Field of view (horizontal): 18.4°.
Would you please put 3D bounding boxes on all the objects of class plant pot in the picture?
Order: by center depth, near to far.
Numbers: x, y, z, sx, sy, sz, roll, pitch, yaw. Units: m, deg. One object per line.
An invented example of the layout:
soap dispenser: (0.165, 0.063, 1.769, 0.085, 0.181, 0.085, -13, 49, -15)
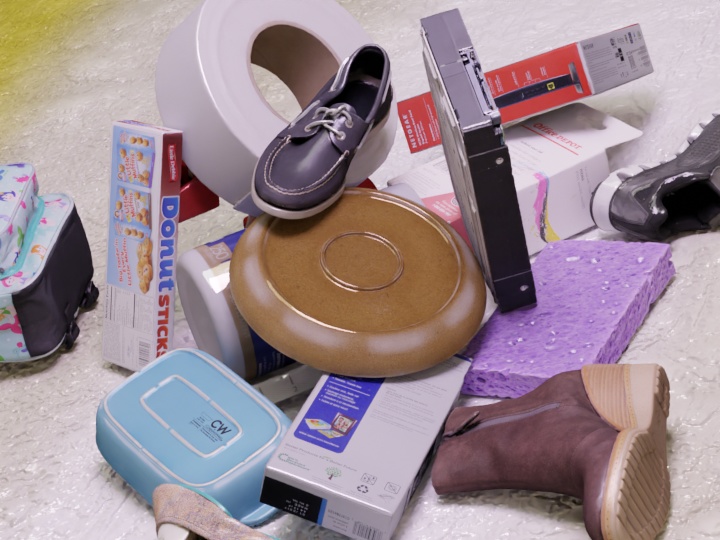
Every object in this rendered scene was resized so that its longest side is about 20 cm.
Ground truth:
plant pot: (0.000, 0.000, 1.696, 0.199, 0.028, 0.201, 5, 44, -5)

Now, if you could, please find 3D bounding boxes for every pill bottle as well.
pill bottle: (-0.039, 0.007, 1.794, 0.199, 0.116, 0.116, -22, 28, -16)

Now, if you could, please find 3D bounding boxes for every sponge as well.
sponge: (0.161, 0.038, 1.741, 0.111, 0.030, 0.200, 3, 32, 30)

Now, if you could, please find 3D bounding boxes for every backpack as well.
backpack: (-0.348, 0.002, 1.918, 0.199, 0.151, 0.178, -11, 28, 14)

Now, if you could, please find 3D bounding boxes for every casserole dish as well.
casserole dish: (-0.122, 0.121, 1.662, 0.121, 0.039, 0.200, -34, 43, -20)

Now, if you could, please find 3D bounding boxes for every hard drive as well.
hard drive: (0.090, -0.083, 1.718, 0.038, 0.200, 0.140, -16, 46, -2)

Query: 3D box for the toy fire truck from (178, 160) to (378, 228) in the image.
toy fire truck: (-0.073, -0.054, 1.895, 0.199, 0.142, 0.049, -28, 31, -25)

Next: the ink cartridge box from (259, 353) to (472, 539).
ink cartridge box: (0.007, 0.115, 1.619, 0.099, 0.039, 0.200, 20, 37, 11)

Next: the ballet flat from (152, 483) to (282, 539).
ballet flat: (-0.096, 0.199, 1.515, 0.067, 0.068, 0.200, -39, 35, -28)

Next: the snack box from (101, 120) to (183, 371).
snack box: (-0.179, -0.019, 1.817, 0.024, 0.201, 0.072, -5, 14, -41)

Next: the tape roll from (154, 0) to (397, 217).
tape roll: (-0.068, -0.144, 1.844, 0.071, 0.203, 0.202, -35, 6, 45)

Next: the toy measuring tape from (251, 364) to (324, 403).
toy measuring tape: (-0.016, 0.064, 1.720, 0.199, 0.074, 0.074, -19, 28, -12)

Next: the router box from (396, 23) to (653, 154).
router box: (0.150, -0.164, 1.994, 0.179, 0.049, 0.200, -17, 4, 24)

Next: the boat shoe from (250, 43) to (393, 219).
boat shoe: (-0.028, -0.113, 1.749, 0.072, 0.063, 0.200, 23, 41, 12)

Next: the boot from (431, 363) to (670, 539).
boot: (0.128, 0.141, 1.545, 0.166, 0.073, 0.200, -16, 26, 22)

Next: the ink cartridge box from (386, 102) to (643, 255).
ink cartridge box: (0.139, -0.070, 1.912, 0.199, 0.068, 0.116, -25, 29, -18)

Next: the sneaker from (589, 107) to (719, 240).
sneaker: (0.294, -0.078, 1.865, 0.200, 0.067, 0.090, -29, 34, -21)
